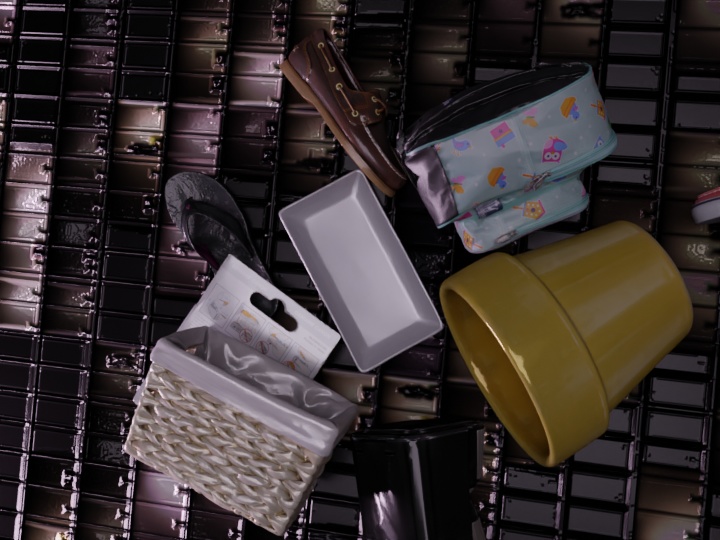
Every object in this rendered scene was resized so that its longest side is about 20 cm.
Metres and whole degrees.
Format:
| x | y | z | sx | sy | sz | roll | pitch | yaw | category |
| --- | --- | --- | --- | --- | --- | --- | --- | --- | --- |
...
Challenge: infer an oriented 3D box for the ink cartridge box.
| x | y | z | sx | sy | sz | roll | pitch | yaw | category |
| --- | --- | --- | --- | --- | --- | --- | --- | --- | --- |
| -0.135 | 0.111 | 0.906 | 0.162 | 0.057 | 0.201 | 35 | 89 | 7 | ink cartridge box |

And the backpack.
| x | y | z | sx | sy | sz | roll | pitch | yaw | category |
| --- | --- | --- | --- | --- | --- | --- | --- | --- | --- |
| 0.152 | -0.117 | 0.797 | 0.198 | 0.176 | 0.155 | -30 | 100 | 9 | backpack |

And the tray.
| x | y | z | sx | sy | sz | roll | pitch | yaw | category |
| --- | --- | --- | --- | --- | --- | --- | --- | --- | --- |
| 0.000 | 0.000 | 0.888 | 0.106 | 0.022 | 0.202 | -27 | 83 | -7 | tray |

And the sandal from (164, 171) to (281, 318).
| x | y | z | sx | sy | sz | roll | pitch | yaw | category |
| --- | --- | --- | --- | --- | --- | --- | --- | --- | --- |
| -0.157 | -0.031 | 0.914 | 0.075 | 0.048 | 0.202 | -36 | 83 | 8 | sandal |

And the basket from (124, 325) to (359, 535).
| x | y | z | sx | sy | sz | roll | pitch | yaw | category |
| --- | --- | --- | --- | --- | --- | --- | --- | --- | --- |
| -0.119 | 0.157 | 0.813 | 0.198 | 0.136 | 0.125 | 25 | 95 | 7 | basket |

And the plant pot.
| x | y | z | sx | sy | sz | roll | pitch | yaw | category |
| --- | --- | --- | --- | --- | --- | --- | --- | --- | --- |
| 0.204 | 0.054 | 0.781 | 0.187 | 0.201 | 0.203 | -28 | 83 | -8 | plant pot |

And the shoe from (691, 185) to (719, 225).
| x | y | z | sx | sy | sz | roll | pitch | yaw | category |
| --- | --- | --- | --- | --- | --- | --- | --- | --- | --- |
| 0.414 | -0.116 | 0.800 | 0.197 | 0.071 | 0.092 | -19 | 84 | 4 | shoe |

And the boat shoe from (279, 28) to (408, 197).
| x | y | z | sx | sy | sz | roll | pitch | yaw | category |
| --- | --- | --- | --- | --- | --- | --- | --- | --- | --- |
| -0.008 | -0.175 | 0.878 | 0.070 | 0.070 | 0.201 | -39 | 82 | 11 | boat shoe |

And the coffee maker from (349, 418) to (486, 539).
| x | y | z | sx | sy | sz | roll | pitch | yaw | category |
| --- | --- | --- | --- | --- | --- | --- | --- | --- | --- |
| 0.057 | 0.254 | 0.793 | 0.133 | 0.191 | 0.204 | -9 | 85 | 26 | coffee maker |
